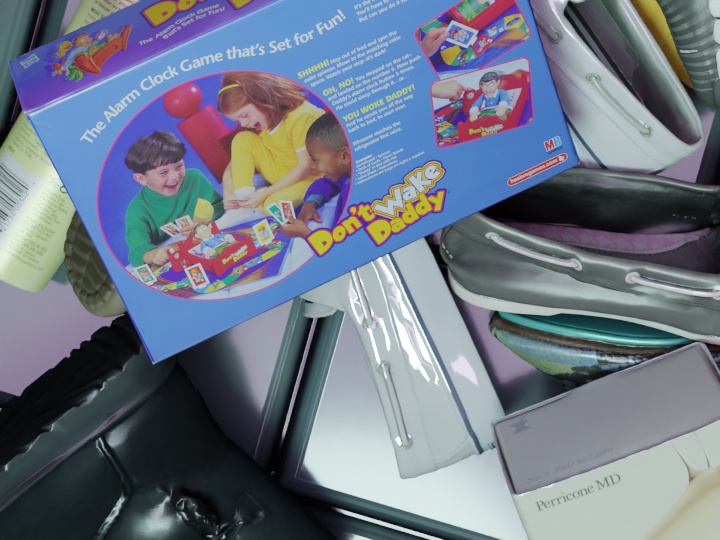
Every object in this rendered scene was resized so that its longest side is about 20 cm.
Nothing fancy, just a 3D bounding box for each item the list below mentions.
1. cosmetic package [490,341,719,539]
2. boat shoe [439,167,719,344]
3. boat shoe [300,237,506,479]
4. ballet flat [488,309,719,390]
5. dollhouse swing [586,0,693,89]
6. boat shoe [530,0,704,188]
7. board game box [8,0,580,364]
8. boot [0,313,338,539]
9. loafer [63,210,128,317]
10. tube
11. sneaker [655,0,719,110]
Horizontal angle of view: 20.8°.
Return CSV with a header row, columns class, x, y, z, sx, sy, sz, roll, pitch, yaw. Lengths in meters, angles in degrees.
class,x,y,z,sx,sy,sz,roll,pitch,yaw
cosmetic package,0.139,0.146,0.855,0.103,0.073,0.201,-22,113,5
boat shoe,0.133,-0.011,0.851,0.198,0.057,0.067,3,49,8
boat shoe,0.000,0.000,0.889,0.065,0.074,0.201,-26,90,0
ballet flat,0.158,0.045,0.887,0.198,0.074,0.075,-1,93,7
dollhouse swing,0.226,-0.182,0.885,0.199,0.176,0.182,35,53,2
boat shoe,0.086,-0.128,0.864,0.067,0.074,0.200,-21,112,45
board game box,-0.023,-0.063,0.794,0.199,0.045,0.135,-25,128,-3
boot,-0.120,0.139,0.869,0.200,0.076,0.169,-38,114,-7
loafer,-0.063,-0.065,0.862,0.200,0.067,0.076,-55,51,23
tube,-0.114,-0.084,0.895,0.058,0.052,0.201,23,104,-42
sneaker,0.119,-0.161,0.817,0.090,0.066,0.201,-4,114,31
